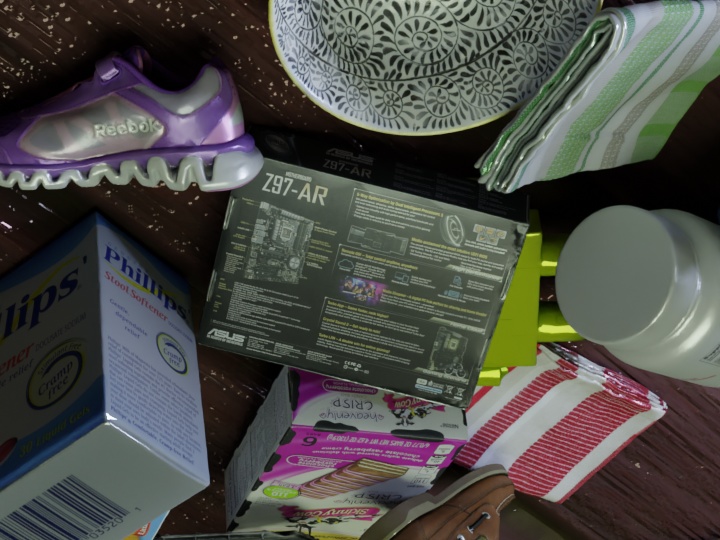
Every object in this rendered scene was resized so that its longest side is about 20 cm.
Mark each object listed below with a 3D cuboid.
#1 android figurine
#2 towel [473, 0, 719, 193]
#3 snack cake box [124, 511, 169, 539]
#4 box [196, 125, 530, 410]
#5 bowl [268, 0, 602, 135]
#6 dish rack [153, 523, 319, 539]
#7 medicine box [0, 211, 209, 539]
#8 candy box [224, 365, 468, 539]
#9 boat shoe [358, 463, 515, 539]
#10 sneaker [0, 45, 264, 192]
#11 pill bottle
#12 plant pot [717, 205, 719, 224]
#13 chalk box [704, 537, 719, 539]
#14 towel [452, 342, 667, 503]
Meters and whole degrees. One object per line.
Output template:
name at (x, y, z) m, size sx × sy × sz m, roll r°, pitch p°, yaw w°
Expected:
android figurine at (0.065, 0.013, 1.334) m, size 0.200 × 0.041 × 0.182 m, roll -2°, pitch 127°, yaw 2°
towel at (0.175, -0.113, 1.188) m, size 0.200 × 0.031 × 0.149 m, roll -12°, pitch 148°, yaw -49°
snack cake box at (-0.208, 0.188, 1.408) m, size 0.067 × 0.115 × 0.200 m, roll 14°, pitch 128°, yaw -22°
box at (0.000, 0.000, 1.271) m, size 0.200 × 0.044 × 0.160 m, roll 13°, pitch 121°, yaw -3°
bowl at (0.039, -0.188, 1.117) m, size 0.201 × 0.094 × 0.201 m, roll -6°, pitch 133°, yaw -6°
dish rack at (-0.076, 0.242, 1.466) m, size 0.153 × 0.055 × 0.200 m, roll -7°, pitch 159°, yaw 21°
medicine box at (-0.209, 0.094, 1.260) m, size 0.182 × 0.200 × 0.103 m, roll -34°, pitch 130°, yaw 19°
candy box at (-0.016, 0.141, 1.402) m, size 0.136 × 0.061 × 0.200 m, roll 6°, pitch 149°, yaw -16°
boat shoe at (0.070, 0.204, 1.417) m, size 0.072 × 0.068 × 0.200 m, roll -47°, pitch 164°, yaw 29°
sneaker at (-0.162, -0.100, 1.179) m, size 0.200 × 0.080 × 0.089 m, roll 0°, pitch 109°, yaw 6°
pill bottle at (0.230, 0.020, 1.298) m, size 0.113 × 0.113 × 0.200 m, roll -41°, pitch 146°, yaw 25°
plant pot at (0.372, -0.046, 1.234) m, size 0.200 × 0.180 × 0.200 m, roll 27°, pitch 102°, yaw -31°
chalk box at (0.313, 0.349, 1.652) m, size 0.124 × 0.124 × 0.200 m, roll -9°, pitch 133°, yaw -2°
towel at (0.129, 0.116, 1.470) m, size 0.200 × 0.023 × 0.144 m, roll 25°, pitch 124°, yaw -30°
